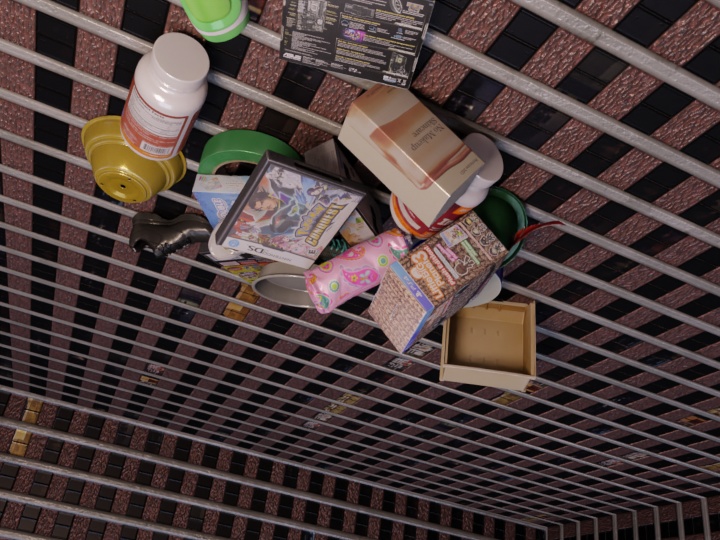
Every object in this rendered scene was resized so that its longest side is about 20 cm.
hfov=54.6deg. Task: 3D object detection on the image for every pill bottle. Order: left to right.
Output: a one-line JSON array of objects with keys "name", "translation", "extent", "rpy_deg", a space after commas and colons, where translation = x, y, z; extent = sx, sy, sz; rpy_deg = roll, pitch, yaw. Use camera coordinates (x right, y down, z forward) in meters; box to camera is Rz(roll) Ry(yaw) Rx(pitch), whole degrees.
[{"name": "pill bottle", "translation": [-0.301, -0.268, 1.082], "extent": [0.110, 0.115, 0.200], "rpy_deg": [21, 148, -20]}, {"name": "pill bottle", "translation": [0.144, -0.141, 1.173], "extent": [0.111, 0.115, 0.199], "rpy_deg": [22, 148, -23]}]

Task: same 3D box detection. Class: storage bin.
[{"name": "storage bin", "translation": [0.281, 0.150, 1.545], "extent": [0.195, 0.203, 0.094], "rpy_deg": [6, 149, 4]}]

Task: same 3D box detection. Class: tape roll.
[{"name": "tape roll", "translation": [-0.197, -0.173, 1.278], "extent": [0.195, 0.049, 0.202], "rpy_deg": [8, 151, 4]}]

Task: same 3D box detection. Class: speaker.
[{"name": "speaker", "translation": [-0.207, -0.391, 0.874], "extent": [0.086, 0.090, 0.201], "rpy_deg": [0, 149, 15]}]

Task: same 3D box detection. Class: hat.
[{"name": "hat", "translation": [0.228, -0.040, 1.207], "extent": [0.161, 0.177, 0.204], "rpy_deg": [7, 120, -4]}]

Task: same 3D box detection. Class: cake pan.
[{"name": "cake pan", "translation": [-0.121, 0.029, 1.410], "extent": [0.195, 0.038, 0.201], "rpy_deg": [5, 160, 2]}]

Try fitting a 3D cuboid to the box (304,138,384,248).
[{"name": "box", "translation": [-0.023, -0.121, 1.244], "extent": [0.059, 0.119, 0.201], "rpy_deg": [-22, 140, 14]}]

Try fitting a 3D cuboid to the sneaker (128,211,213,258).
[{"name": "sneaker", "translation": [-0.397, -0.067, 1.474], "extent": [0.195, 0.093, 0.077], "rpy_deg": [0, 148, 13]}]

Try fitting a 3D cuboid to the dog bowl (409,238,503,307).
[{"name": "dog bowl", "translation": [0.193, -0.005, 1.426], "extent": [0.195, 0.080, 0.202], "rpy_deg": [7, 150, 4]}]

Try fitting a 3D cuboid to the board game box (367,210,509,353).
[{"name": "board game box", "translation": [0.128, 0.020, 1.176], "extent": [0.097, 0.198, 0.160], "rpy_deg": [49, 153, 16]}]

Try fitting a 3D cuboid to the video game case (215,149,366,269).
[{"name": "video game case", "translation": [-0.115, -0.090, 1.131], "extent": [0.177, 0.026, 0.200], "rpy_deg": [15, 134, -30]}]

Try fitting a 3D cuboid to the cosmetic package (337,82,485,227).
[{"name": "cosmetic package", "translation": [0.074, -0.180, 1.044], "extent": [0.200, 0.103, 0.088], "rpy_deg": [44, 148, 7]}]

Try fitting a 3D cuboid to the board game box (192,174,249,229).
[{"name": "board game box", "translation": [-0.189, -0.101, 1.308], "extent": [0.194, 0.044, 0.201], "rpy_deg": [4, 151, 12]}]

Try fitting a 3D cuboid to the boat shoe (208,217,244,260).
[{"name": "boat shoe", "translation": [-0.220, -0.060, 1.249], "extent": [0.197, 0.066, 0.073], "rpy_deg": [-21, 110, 40]}]

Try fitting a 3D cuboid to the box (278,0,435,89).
[{"name": "box", "translation": [-0.009, -0.338, 0.949], "extent": [0.195, 0.044, 0.161], "rpy_deg": [11, 150, -4]}]

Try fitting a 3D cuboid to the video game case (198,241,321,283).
[{"name": "video game case", "translation": [-0.191, -0.020, 1.391], "extent": [0.196, 0.026, 0.180], "rpy_deg": [-4, 158, 27]}]

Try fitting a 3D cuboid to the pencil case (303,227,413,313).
[{"name": "pencil case", "translation": [0.000, 0.000, 1.212], "extent": [0.197, 0.088, 0.088], "rpy_deg": [-25, 151, -9]}]

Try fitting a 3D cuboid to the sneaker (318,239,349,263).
[{"name": "sneaker", "translation": [-0.048, -0.041, 1.459], "extent": [0.090, 0.079, 0.199], "rpy_deg": [-31, 137, 26]}]

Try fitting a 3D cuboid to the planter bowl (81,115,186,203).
[{"name": "planter bowl", "translation": [-0.429, -0.184, 1.289], "extent": [0.195, 0.085, 0.202], "rpy_deg": [7, 151, 4]}]
